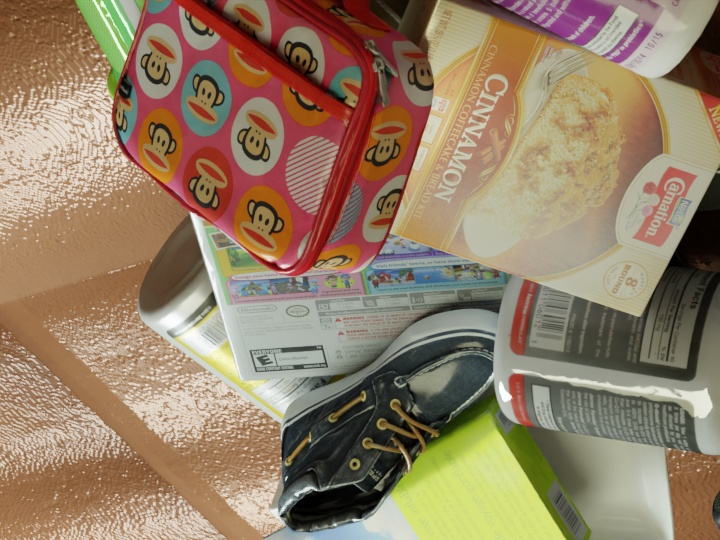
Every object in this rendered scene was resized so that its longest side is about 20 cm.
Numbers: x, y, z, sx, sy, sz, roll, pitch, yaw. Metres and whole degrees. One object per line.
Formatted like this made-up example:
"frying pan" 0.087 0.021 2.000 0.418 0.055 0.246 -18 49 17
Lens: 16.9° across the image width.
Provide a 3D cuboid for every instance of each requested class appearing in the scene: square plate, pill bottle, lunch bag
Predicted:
"square plate" 0.115 0.096 1.669 0.196 0.028 0.202 -1 106 16
"pill bottle" 0.104 -0.198 1.352 0.199 0.113 0.112 25 143 -8
"lunch bag" -0.048 -0.110 1.412 0.200 0.082 0.177 37 116 35
"pill bottle" 0.194 0.055 1.545 0.198 0.116 0.116 9 142 21
"pill bottle" -0.052 0.045 1.725 0.200 0.112 0.111 38 139 -23

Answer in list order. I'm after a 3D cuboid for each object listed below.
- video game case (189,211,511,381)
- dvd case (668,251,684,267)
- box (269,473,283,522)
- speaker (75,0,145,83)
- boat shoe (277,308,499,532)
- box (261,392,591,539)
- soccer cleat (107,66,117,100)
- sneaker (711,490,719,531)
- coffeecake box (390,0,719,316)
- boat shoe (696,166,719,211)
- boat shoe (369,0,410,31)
"video game case" 0.000 0.000 1.586 0.198 0.022 0.183 -4 136 9
"dvd case" 0.172 0.040 1.692 0.149 0.025 0.200 -7 135 30
"box" 0.048 0.154 1.824 0.199 0.102 0.112 -19 128 40
"speaker" -0.144 -0.190 1.490 0.088 0.089 0.201 -1 139 25
"boat shoe" 0.025 0.105 1.612 0.200 0.091 0.071 -32 127 33
"box" 0.045 0.183 1.676 0.199 0.048 0.122 -30 96 24
"soccer cleat" -0.072 -0.094 1.605 0.198 0.068 0.081 15 156 6
"sneaker" 0.285 0.103 1.671 0.114 0.076 0.200 32 132 -9
"coffeecake box" 0.106 -0.080 1.449 0.198 0.073 0.154 18 118 -13
"boat shoe" 0.162 -0.054 1.550 0.200 0.063 0.074 1 137 21
"boat shoe" 0.045 -0.149 1.490 0.076 0.072 0.200 -28 131 27
